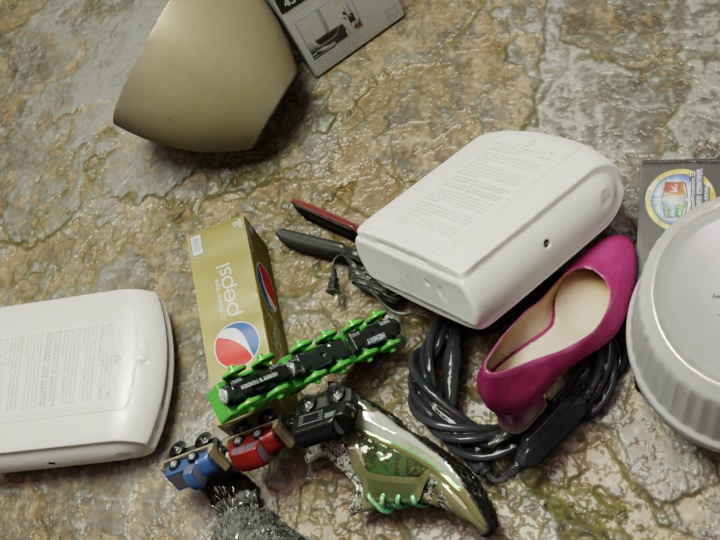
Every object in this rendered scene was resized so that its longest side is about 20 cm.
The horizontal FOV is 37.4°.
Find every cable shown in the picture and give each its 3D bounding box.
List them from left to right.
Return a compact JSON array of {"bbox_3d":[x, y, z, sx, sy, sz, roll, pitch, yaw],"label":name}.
[{"bbox_3d":[0.137,0.078,0.927,0.200,0.051,0.163,-45,53,-9],"label":"cable"}]

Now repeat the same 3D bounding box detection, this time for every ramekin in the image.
[{"bbox_3d":[0.301,0.033,0.811,0.199,0.094,0.206,-7,64,15],"label":"ramekin"}]

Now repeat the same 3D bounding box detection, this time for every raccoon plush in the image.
[{"bbox_3d":[-0.114,0.228,0.883,0.199,0.134,0.097,38,82,28],"label":"raccoon plush"}]

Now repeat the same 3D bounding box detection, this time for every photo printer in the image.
[{"bbox_3d":[-0.275,0.106,1.030,0.196,0.070,0.169,-9,63,13],"label":"photo printer"},{"bbox_3d":[0.116,-0.048,0.921,0.199,0.070,0.166,-38,33,-21],"label":"photo printer"}]

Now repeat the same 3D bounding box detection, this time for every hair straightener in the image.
[{"bbox_3d":[0.000,0.000,1.013,0.198,0.041,0.078,25,76,22],"label":"hair straightener"}]

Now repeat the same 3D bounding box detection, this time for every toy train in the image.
[{"bbox_3d":[-0.090,0.149,0.909,0.197,0.034,0.046,-22,39,19],"label":"toy train"},{"bbox_3d":[-0.045,0.083,0.921,0.198,0.056,0.042,-19,74,-39],"label":"toy train"}]

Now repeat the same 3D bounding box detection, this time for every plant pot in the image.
[{"bbox_3d":[-0.142,-0.200,1.079,0.133,0.200,0.202,31,76,-7],"label":"plant pot"}]

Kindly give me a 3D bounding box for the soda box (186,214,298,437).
[{"bbox_3d":[-0.110,0.056,1.000,0.063,0.068,0.203,-18,62,9],"label":"soda box"}]

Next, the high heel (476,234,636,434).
[{"bbox_3d":[0.160,0.033,0.855,0.067,0.096,0.200,33,74,32],"label":"high heel"}]

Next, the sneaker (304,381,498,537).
[{"bbox_3d":[0.030,0.179,0.904,0.199,0.077,0.089,31,88,34],"label":"sneaker"}]

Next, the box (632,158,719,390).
[{"bbox_3d":[0.314,0.003,0.899,0.157,0.044,0.203,1,67,18],"label":"box"}]

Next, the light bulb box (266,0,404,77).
[{"bbox_3d":[-0.074,-0.349,1.101,0.124,0.200,0.199,-34,61,0],"label":"light bulb box"}]
